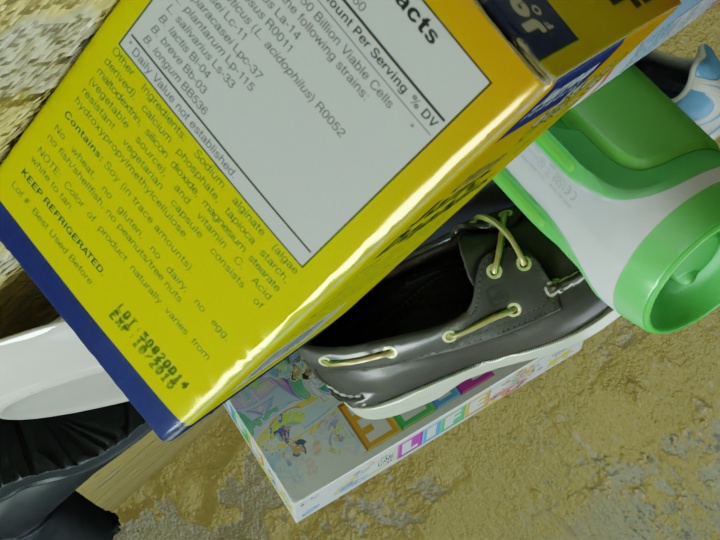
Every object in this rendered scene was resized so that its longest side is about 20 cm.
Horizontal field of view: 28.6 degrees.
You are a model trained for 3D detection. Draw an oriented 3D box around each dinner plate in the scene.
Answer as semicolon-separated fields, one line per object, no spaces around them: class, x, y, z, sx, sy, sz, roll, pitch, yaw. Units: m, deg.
dinner plate;-0.116;0.045;0.695;0.199;0.024;0.200;-15;171;-2

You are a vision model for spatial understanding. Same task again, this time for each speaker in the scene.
speaker;0.094;-0.066;0.641;0.088;0.200;0.089;-27;148;-19

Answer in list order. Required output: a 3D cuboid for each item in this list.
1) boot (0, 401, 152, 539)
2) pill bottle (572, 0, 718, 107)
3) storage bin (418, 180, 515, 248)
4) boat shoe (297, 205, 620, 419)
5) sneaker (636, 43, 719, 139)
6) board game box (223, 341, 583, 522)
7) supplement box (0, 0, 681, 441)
boot;-0.186;0.136;0.852;0.198;0.073;0.163;-30;149;-7
pill bottle;0.096;-0.139;0.574;0.200;0.109;0.109;-37;176;-45
storage bin;0.062;-0.049;0.770;0.199;0.146;0.134;-7;160;-7
boat shoe;0.061;0.008;0.695;0.201;0.072;0.061;-30;135;17
sneaker;0.145;-0.124;0.932;0.199;0.073;0.072;6;-139;28
board game box;0.013;0.038;0.830;0.200;0.135;0.034;-30;157;-14
supplement box;-0.016;-0.053;0.461;0.200;0.109;0.109;-42;175;37
